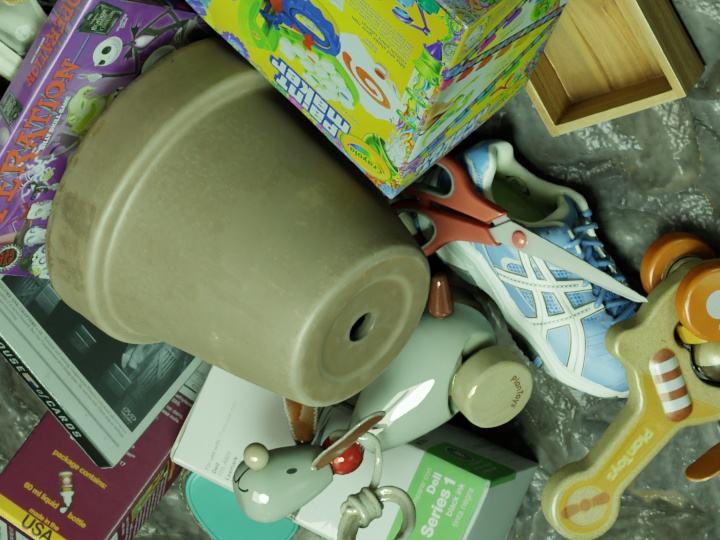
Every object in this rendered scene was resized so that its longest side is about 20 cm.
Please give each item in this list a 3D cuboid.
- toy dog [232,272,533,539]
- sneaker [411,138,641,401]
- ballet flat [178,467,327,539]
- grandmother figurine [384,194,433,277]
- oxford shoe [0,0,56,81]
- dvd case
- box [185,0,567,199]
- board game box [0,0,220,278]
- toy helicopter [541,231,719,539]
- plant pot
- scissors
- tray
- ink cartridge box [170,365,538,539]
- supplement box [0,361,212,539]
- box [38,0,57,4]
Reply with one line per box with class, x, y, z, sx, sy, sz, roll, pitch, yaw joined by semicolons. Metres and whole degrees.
toy dog;0.010;0.071;1.742;0.132;0.200;0.096;20;147;41
sneaker;0.121;0.002;1.757;0.200;0.076;0.077;41;137;-1
ballet flat;-0.047;0.182;1.988;0.200;0.075;0.068;40;111;-17
grandmother figurine;0.000;0.000;1.847;0.200;0.061;0.121;43;142;2
oxford shoe;-0.184;-0.128;1.733;0.075;0.058;0.200;30;176;26
dvd case;-0.147;0.003;1.831;0.025;0.200;0.150;-6;128;54
box;0.006;-0.183;1.608;0.200;0.122;0.193;44;152;11
board game box;-0.168;-0.081;1.702;0.032;0.120;0.200;51;119;37
toy helicopter;0.189;0.085;1.726;0.132;0.079;0.200;38;94;-22
plant pot;-0.058;-0.013;1.692;0.175;0.200;0.201;38;137;30
scissors;0.087;-0.029;1.717;0.200;0.014;0.073;12;107;36
tray;0.110;-0.181;1.661;0.098;0.037;0.200;-16;113;39
ink cartridge box;-0.003;0.124;1.867;0.200;0.146;0.084;26;97;14
supplement box;-0.160;0.110;1.909;0.086;0.200;0.110;33;161;5
box;-0.187;-0.165;1.795;0.200;0.040;0.137;28;161;26
